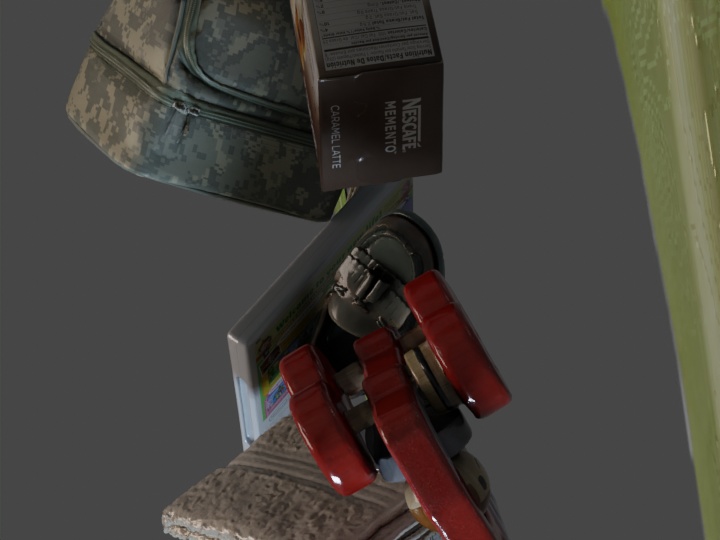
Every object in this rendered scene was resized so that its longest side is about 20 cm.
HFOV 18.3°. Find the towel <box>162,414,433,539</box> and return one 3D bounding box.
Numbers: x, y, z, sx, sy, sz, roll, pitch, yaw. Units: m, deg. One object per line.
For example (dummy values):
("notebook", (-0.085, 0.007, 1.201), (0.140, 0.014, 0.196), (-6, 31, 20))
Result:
("towel", (-0.028, 0.149, 1.463), (0.200, 0.133, 0.034), (9, 126, 48))

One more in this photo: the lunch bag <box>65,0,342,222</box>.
("lunch bag", (-0.086, -0.142, 1.560), (0.139, 0.200, 0.168), (37, 108, 52))

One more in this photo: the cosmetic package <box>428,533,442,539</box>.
("cosmetic package", (0.032, 0.254, 1.522), (0.071, 0.101, 0.200), (10, 115, 43))

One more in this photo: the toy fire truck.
("toy fire truck", (0.044, 0.106, 1.283), (0.168, 0.112, 0.200), (58, -178, -14))

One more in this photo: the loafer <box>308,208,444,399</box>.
("loafer", (0.002, 0.038, 1.541), (0.072, 0.063, 0.200), (42, 144, 14))

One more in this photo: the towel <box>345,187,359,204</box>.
("towel", (0.000, 0.000, 1.805), (0.200, 0.034, 0.133), (86, -162, -73))

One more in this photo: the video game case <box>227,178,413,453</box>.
("video game case", (-0.024, 0.035, 1.638), (0.200, 0.022, 0.182), (-48, -25, -28))

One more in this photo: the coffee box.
("coffee box", (-0.002, -0.165, 1.419), (0.114, 0.080, 0.200), (87, 174, -56))
